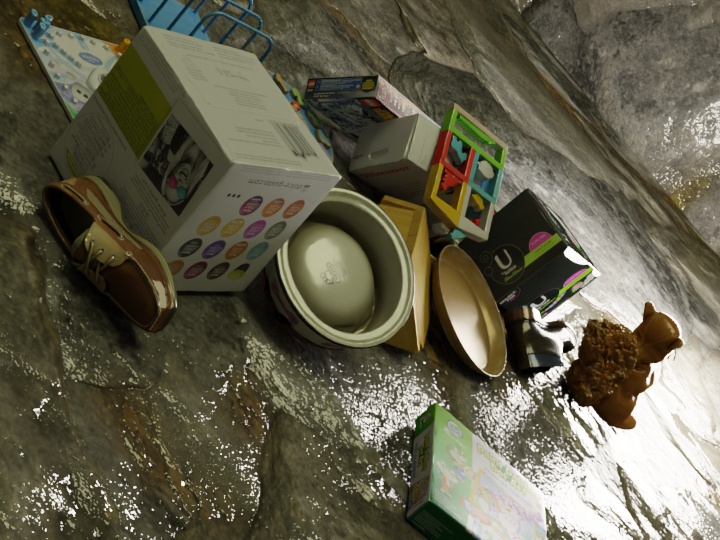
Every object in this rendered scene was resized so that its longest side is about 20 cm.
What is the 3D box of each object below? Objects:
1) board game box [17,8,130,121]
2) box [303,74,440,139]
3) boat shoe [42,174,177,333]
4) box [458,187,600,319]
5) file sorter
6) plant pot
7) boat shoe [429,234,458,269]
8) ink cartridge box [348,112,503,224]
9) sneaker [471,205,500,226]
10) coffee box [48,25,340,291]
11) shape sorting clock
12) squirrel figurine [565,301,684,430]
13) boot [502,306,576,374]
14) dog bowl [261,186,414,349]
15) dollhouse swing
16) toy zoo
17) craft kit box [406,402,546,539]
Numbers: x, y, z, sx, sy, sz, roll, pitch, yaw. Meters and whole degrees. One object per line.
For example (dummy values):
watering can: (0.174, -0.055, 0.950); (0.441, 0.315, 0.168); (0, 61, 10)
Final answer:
board game box: (-0.309, -0.230, 1.584); (0.199, 0.026, 0.201); (7, 46, -56)
box: (0.021, -0.247, 2.003); (0.199, 0.135, 0.041); (31, 68, -53)
boat shoe: (-0.262, -0.016, 1.287); (0.073, 0.076, 0.200); (-1, 44, -52)
box: (0.274, -0.017, 2.042); (0.125, 0.148, 0.200); (58, 14, 26)
file sorter: (-0.228, -0.366, 1.811); (0.138, 0.123, 0.202); (18, 37, -46)
plant pot: (0.154, 0.062, 1.849); (0.200, 0.027, 0.202); (46, 33, -40)
boat shoe: (0.119, -0.019, 1.921); (0.074, 0.069, 0.199); (54, 25, 17)
ink cartridge box: (0.103, -0.155, 1.997); (0.199, 0.145, 0.087); (31, 68, -34)
sneaker: (0.173, -0.108, 2.168); (0.084, 0.078, 0.201); (8, 37, -39)
coffee box: (-0.183, -0.115, 1.402); (0.199, 0.198, 0.201); (3, 47, -56)
shape sorting clock: (-0.111, -0.229, 1.898); (0.199, 0.039, 0.201); (37, 26, -21)
squirrel figurine: (0.428, 0.143, 2.043); (0.199, 0.187, 0.143); (14, 39, -51)
boot: (0.289, 0.129, 2.009); (0.199, 0.074, 0.098); (23, 53, -49)
dog bowl: (-0.033, 0.005, 1.539); (0.198, 0.073, 0.204); (14, 65, -31)
dollhouse swing: (0.000, 0.000, 1.737); (0.201, 0.173, 0.185); (-72, 157, -64)
toy zoo: (0.158, -0.135, 1.927); (0.131, 0.020, 0.203); (33, 60, -33)
craft kit box: (0.144, 0.284, 1.530); (0.199, 0.048, 0.198); (41, 22, -15)
